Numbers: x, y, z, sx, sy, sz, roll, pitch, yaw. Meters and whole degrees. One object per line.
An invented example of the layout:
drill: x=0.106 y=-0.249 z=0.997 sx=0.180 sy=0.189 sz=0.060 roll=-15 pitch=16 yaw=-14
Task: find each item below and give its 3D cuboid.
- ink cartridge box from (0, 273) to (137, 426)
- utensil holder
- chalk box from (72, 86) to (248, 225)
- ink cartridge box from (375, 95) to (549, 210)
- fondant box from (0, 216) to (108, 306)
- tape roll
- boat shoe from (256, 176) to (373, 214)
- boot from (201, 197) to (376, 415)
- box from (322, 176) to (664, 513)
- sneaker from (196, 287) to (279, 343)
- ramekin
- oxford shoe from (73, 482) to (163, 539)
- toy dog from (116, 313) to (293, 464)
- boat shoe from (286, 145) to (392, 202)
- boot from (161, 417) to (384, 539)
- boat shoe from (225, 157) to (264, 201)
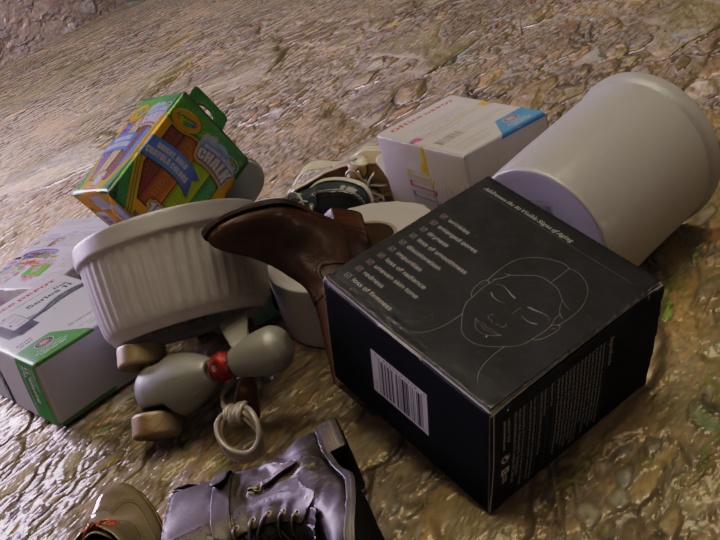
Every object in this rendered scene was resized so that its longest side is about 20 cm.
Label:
ink cartridge box: x=-0.343 y=0.084 z=1.153 sx=0.198 sy=0.084 sz=0.146 roll=10 pitch=36 yaw=45
utensil holder: x=0.237 y=-0.077 z=1.013 sx=0.168 sy=0.172 sz=0.199 roll=12 pitch=41 yaw=46
chalk box: x=-0.231 y=-0.133 z=1.241 sx=0.123 sy=0.125 sz=0.202 roll=6 pitch=58 yaw=54
ink cartridge box: x=0.122 y=-0.121 z=1.211 sx=0.127 sy=0.127 sz=0.199 roll=-28 pitch=28 yaw=-23
fondant box: x=-0.408 y=-0.003 z=1.395 sx=0.142 sy=0.059 sz=0.200 roll=-2 pitch=29 yaw=29
tape roll: x=0.000 y=0.000 z=1.117 sx=0.199 sy=0.072 sz=0.203 roll=-15 pitch=25 yaw=7
boat shoe: x=-0.077 y=-0.070 z=1.298 sx=0.196 sy=0.076 sz=0.062 roll=-5 pitch=26 yaw=27
boot: x=-0.042 y=0.036 z=0.933 sx=0.183 sy=0.203 sz=0.064 roll=-2 pitch=-28 yaw=-30
box: x=0.106 y=0.050 z=0.834 sx=0.195 sy=0.125 sz=0.199 roll=-32 pitch=48 yaw=-26
sneaker: x=-0.188 y=0.010 z=1.188 sx=0.138 sy=0.079 sz=0.201 roll=-25 pitch=38 yaw=-7
ramekin: x=-0.185 y=0.009 z=1.033 sx=0.196 sy=0.107 sz=0.200 roll=-16 pitch=-6 yaw=-2
oxford shoe: x=-0.193 y=0.219 z=0.802 sx=0.069 sy=0.076 sz=0.200 roll=-21 pitch=26 yaw=-7
toy dog: x=-0.141 y=0.106 z=0.976 sx=0.197 sy=0.135 sz=0.096 roll=5 pitch=-4 yaw=29
boat shoe: x=-0.014 y=-0.116 z=1.363 sx=0.198 sy=0.074 sz=0.063 roll=-9 pitch=30 yaw=42
boot: x=-0.075 y=0.205 z=0.786 sx=0.172 sy=0.070 sz=0.200 roll=-24 pitch=22 yaw=-1
boat shoe: x=-0.199 y=-0.064 z=1.318 sx=0.201 sy=0.071 sz=0.064 roll=-49 pitch=23 yaw=-2
